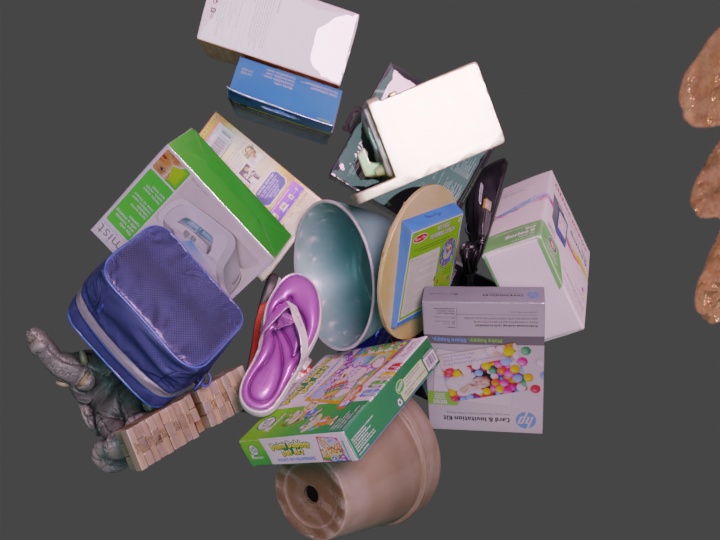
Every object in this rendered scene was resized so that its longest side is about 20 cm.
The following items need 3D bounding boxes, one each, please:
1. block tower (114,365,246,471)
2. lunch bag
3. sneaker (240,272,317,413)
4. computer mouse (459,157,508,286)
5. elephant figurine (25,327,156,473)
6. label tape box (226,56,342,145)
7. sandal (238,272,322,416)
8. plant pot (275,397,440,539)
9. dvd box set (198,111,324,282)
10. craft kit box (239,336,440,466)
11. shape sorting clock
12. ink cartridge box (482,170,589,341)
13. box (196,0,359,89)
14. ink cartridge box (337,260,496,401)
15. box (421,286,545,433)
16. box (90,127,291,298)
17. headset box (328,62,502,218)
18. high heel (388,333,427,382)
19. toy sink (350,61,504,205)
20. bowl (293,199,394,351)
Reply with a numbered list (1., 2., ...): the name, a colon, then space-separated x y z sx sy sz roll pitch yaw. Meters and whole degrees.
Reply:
1. block tower: -0.222 0.188 1.090 0.198 0.057 0.055 -27 94 -44
2. lunch bag: -0.253 0.067 1.054 0.201 0.136 0.132 49 129 -4
3. sneaker: -0.102 0.112 1.197 0.106 0.067 0.206 11 96 -3
4. computer mouse: 0.161 -0.082 1.158 0.045 0.141 0.204 16 73 8
5. elephant figurine: -0.346 0.161 1.157 0.141 0.156 0.200 -32 66 -35
6. label tape box: -0.098 -0.226 1.113 0.140 0.200 0.067 17 89 -5
7. sandal: -0.100 0.092 1.106 0.081 0.050 0.206 14 65 3
8. plant pot: -0.018 0.263 1.118 0.197 0.172 0.205 7 103 33
9. dvd box set: -0.170 -0.103 1.198 0.199 0.029 0.147 38 90 -6
10. craft kit box: -0.026 0.165 1.063 0.200 0.196 0.049 -42 106 -44
11. shape sorting clock: 0.076 -0.011 1.083 0.039 0.199 0.204 21 91 29
12. ink cartridge box: 0.242 -0.021 1.136 0.086 0.201 0.147 -20 111 25
13. box: -0.110 -0.318 1.145 0.196 0.124 0.099 17 92 -5
14. ink cartridge box: 0.093 0.075 1.224 0.197 0.043 0.201 24 92 -5
15. box: 0.160 0.117 1.091 0.152 0.041 0.204 1 121 11
16. box: -0.225 -0.051 1.134 0.176 0.097 0.200 -39 99 22
17. headset box: 0.067 -0.165 1.183 0.197 0.093 0.176 29 91 -5
18. high heel: 0.132 0.125 1.170 0.199 0.067 0.096 42 101 -12
19. toy sink: 0.063 -0.173 1.072 0.197 0.130 0.114 -23 94 -1
20. bowl: 0.000 0.000 1.153 0.103 0.199 0.206 -10 94 -35
